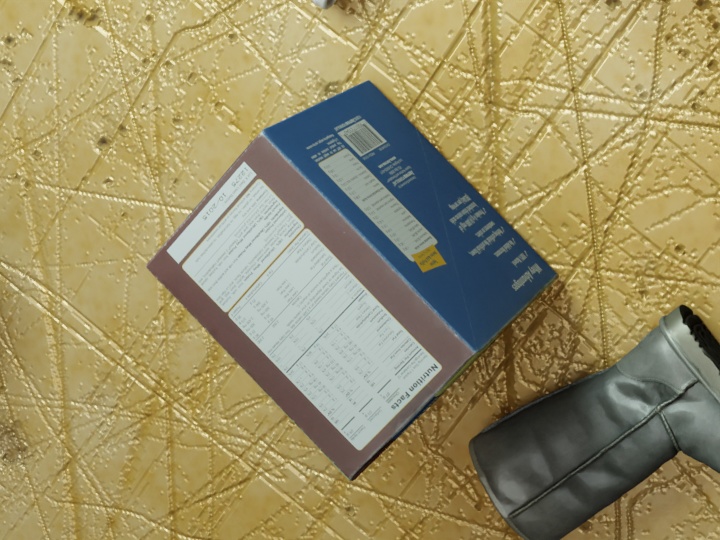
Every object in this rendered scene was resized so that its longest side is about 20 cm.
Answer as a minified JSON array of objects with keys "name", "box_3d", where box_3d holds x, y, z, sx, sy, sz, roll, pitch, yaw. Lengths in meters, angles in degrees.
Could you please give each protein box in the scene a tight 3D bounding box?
[{"name":"protein box","box_3d":[0.000,0.000,1.309,0.200,0.198,0.135,46,116,4]}]

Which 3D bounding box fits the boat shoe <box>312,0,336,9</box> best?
[{"name":"boat shoe","box_3d":[0.016,-0.260,1.302,0.066,0.072,0.200,45,117,0]}]

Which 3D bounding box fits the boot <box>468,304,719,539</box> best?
[{"name":"boot","box_3d":[0.196,0.143,1.343,0.200,0.072,0.182,-39,74,19]}]
